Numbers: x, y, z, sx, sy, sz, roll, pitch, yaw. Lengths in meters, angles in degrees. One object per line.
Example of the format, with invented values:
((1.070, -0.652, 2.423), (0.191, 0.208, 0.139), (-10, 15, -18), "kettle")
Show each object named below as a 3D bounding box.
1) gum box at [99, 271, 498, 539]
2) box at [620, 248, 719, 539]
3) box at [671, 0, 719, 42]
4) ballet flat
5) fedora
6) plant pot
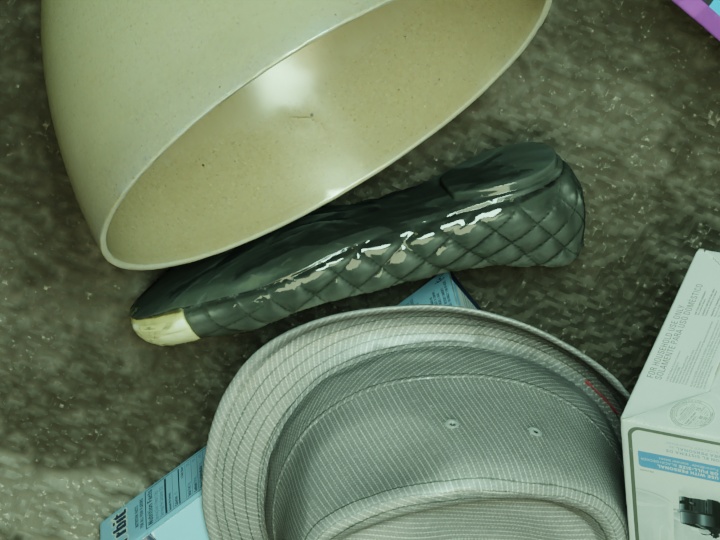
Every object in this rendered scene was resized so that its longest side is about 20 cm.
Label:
((0.012, 0.124, 1.236), (0.200, 0.045, 0.170), (-36, 112, 11), "gum box")
((0.160, 0.105, 1.171), (0.060, 0.117, 0.200), (9, 133, 21), "box")
((0.171, -0.162, 1.100), (0.200, 0.036, 0.143), (40, 105, -3), "box")
((0.000, 0.000, 1.169), (0.200, 0.066, 0.057), (-16, 118, 3), "ballet flat")
((0.034, 0.109, 1.157), (0.200, 0.090, 0.177), (12, 111, -10), "fedora")
((-0.044, -0.111, 1.068), (0.200, 0.200, 0.135), (-33, 76, 10), "plant pot")
